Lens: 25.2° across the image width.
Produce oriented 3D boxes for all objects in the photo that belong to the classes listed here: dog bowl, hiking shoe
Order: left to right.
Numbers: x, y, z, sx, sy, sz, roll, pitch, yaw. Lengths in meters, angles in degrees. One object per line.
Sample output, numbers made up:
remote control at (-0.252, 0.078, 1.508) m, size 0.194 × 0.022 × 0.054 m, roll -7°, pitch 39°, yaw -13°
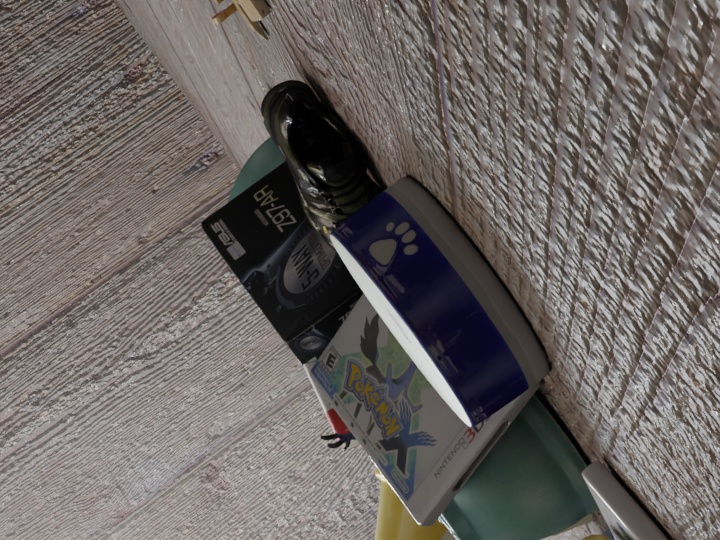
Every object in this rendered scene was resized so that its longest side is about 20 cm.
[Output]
hiking shoe at (-0.025, -0.079, 1.468) m, size 0.200 × 0.076 × 0.101 m, roll 56°, pitch 179°, yaw -13°
dog bowl at (0.063, 0.026, 1.307) m, size 0.200 × 0.079 × 0.200 m, roll 54°, pitch 176°, yaw 5°

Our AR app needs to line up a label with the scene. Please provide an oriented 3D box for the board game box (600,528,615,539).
board game box at (0.295, 0.348, 1.601) m, size 0.199 × 0.043 × 0.200 m, roll 54°, pitch 177°, yaw 13°

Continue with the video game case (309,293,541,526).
video game case at (0.053, 0.098, 1.459) m, size 0.022 × 0.182 × 0.200 m, roll 5°, pitch -142°, yaw -47°

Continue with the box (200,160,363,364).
box at (-0.047, -0.024, 1.596) m, size 0.200 × 0.160 × 0.044 m, roll 52°, pitch 176°, yaw 40°

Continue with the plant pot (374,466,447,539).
plant pot at (0.100, 0.302, 1.907) m, size 0.201 × 0.189 × 0.201 m, roll 17°, pitch 171°, yaw 3°

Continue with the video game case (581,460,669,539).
video game case at (0.270, 0.271, 1.363) m, size 0.200 × 0.024 × 0.182 m, roll 51°, pitch 175°, yaw 37°

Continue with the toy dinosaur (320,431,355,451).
toy dinosaur at (0.050, 0.157, 1.761) m, size 0.200 × 0.105 × 0.182 m, roll 12°, pitch -140°, yaw -50°

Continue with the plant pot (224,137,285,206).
plant pot at (-0.087, -0.060, 1.963) m, size 0.200 × 0.134 × 0.200 m, roll 53°, pitch 177°, yaw 4°

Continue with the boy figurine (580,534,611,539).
boy figurine at (0.227, 0.286, 1.408) m, size 0.124 × 0.064 × 0.200 m, roll 56°, pitch -179°, yaw 23°

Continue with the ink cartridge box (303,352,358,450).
ink cartridge box at (0.000, 0.106, 2.040) m, size 0.084 × 0.144 × 0.200 m, roll 79°, pitch 165°, yaw -77°

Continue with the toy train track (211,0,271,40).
toy train track at (-0.121, -0.246, 1.471) m, size 0.115 × 0.033 × 0.200 m, roll 55°, pitch 175°, yaw -21°

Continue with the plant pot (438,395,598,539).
plant pot at (0.119, 0.183, 1.532) m, size 0.200 × 0.134 × 0.200 m, roll 53°, pitch 176°, yaw 5°

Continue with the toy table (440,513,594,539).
toy table at (0.152, 0.256, 1.724) m, size 0.200 × 0.184 × 0.117 m, roll 47°, pitch -162°, yaw -36°
